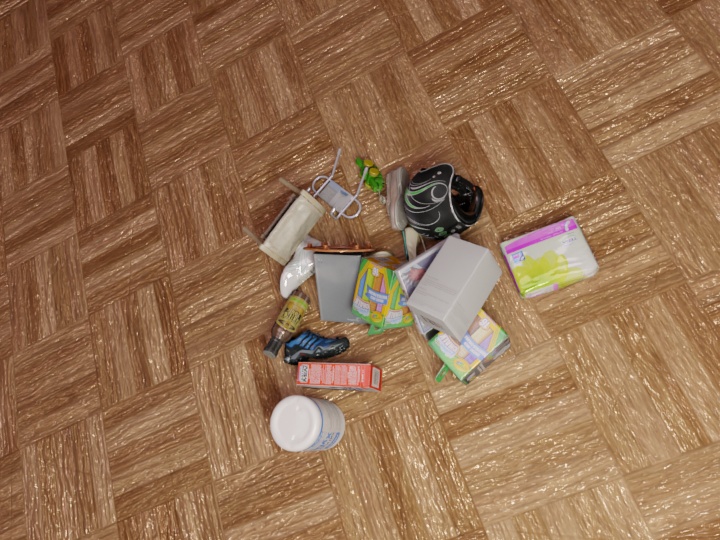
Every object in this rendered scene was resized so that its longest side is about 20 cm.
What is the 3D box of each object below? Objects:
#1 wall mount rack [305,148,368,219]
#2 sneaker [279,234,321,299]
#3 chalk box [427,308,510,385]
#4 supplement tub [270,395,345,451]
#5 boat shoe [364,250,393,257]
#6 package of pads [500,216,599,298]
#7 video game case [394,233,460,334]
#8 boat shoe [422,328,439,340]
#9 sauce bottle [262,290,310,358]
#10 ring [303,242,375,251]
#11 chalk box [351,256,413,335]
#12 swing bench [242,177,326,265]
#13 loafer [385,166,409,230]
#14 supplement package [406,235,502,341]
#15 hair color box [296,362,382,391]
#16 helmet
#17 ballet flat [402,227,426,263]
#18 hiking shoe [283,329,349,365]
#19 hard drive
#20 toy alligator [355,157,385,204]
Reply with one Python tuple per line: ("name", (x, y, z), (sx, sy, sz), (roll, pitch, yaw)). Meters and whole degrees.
("wall mount rack", (-0.065, -0.255, 1.575), (0.200, 0.075, 0.174), (40, 89, 24))
("sneaker", (-0.170, -0.005, 1.536), (0.080, 0.070, 0.201), (21, 81, 21))
("chalk box", (0.253, 0.196, 1.294), (0.200, 0.124, 0.124), (-41, 65, 1))
("supplement tub", (-0.129, 0.386, 1.324), (0.131, 0.200, 0.133), (-6, 71, 18))
("boat shoe", (0.001, 0.000, 1.473), (0.200, 0.072, 0.066), (-16, 64, 9))
("package of pads", (0.472, -0.028, 1.319), (0.199, 0.068, 0.155), (-22, 67, 12))
("video game case", (0.197, 0.033, 1.315), (0.199, 0.183, 0.023), (-31, 20, -21))
("boat shoe", (0.207, 0.087, 1.381), (0.065, 0.074, 0.203), (4, 73, 61))
("sauce bottle", (-0.207, 0.151, 1.467), (0.064, 0.065, 0.201), (11, 57, 22))
("ring", (-0.059, -0.066, 1.448), (0.199, 0.200, 0.019), (3, 95, 20))
("chalk box", (0.066, 0.077, 1.364), (0.124, 0.124, 0.201), (23, 109, 43))
("swing bench", (-0.213, -0.136, 1.516), (0.199, 0.130, 0.200), (-52, 34, -1))
("loafer", (0.101, -0.201, 1.512), (0.063, 0.072, 0.201), (-11, 62, 34))
("supplement package", (0.222, 0.041, 1.236), (0.117, 0.117, 0.201), (24, 75, 43))
("hair color box", (-0.054, 0.280, 1.381), (0.199, 0.111, 0.064), (-1, 73, 20))
("helmet", (0.207, -0.180, 1.396), (0.190, 0.199, 0.201), (-7, 68, 47))
("ballet flat", (0.150, -0.026, 1.437), (0.069, 0.069, 0.201), (-6, 71, 17))
("hiking shoe", (-0.127, 0.201, 1.452), (0.199, 0.074, 0.087), (-15, 70, 14))
("hard drive", (-0.052, 0.046, 1.437), (0.139, 0.033, 0.201), (3, 113, 20))
("toy alligator", (0.046, -0.266, 1.549), (0.054, 0.059, 0.201), (-9, 53, -29))
